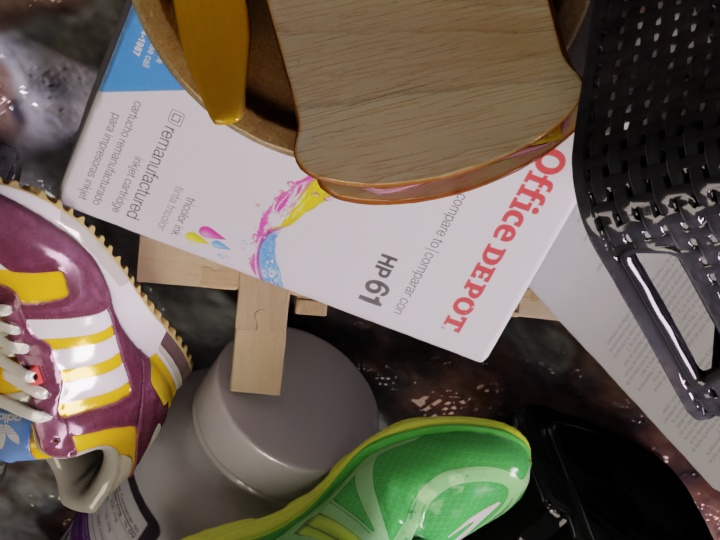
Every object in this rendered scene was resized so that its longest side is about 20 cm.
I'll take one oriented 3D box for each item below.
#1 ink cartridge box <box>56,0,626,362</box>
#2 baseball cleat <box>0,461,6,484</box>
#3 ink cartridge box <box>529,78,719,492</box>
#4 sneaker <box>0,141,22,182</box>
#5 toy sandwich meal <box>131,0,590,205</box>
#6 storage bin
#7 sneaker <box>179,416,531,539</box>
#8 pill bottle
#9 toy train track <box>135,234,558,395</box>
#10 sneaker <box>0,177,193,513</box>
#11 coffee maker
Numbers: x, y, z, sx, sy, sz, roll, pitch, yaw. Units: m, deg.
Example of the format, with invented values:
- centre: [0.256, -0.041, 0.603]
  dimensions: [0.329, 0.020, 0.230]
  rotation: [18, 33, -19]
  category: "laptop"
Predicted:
- centre: [-0.006, -0.066, 1.173]
  dimensions: [0.200, 0.085, 0.145]
  rotation: [20, 133, -8]
  category: "ink cartridge box"
- centre: [-0.198, 0.076, 1.344]
  dimensions: [0.070, 0.107, 0.200]
  rotation: [22, 133, -3]
  category: "baseball cleat"
- centre: [0.164, 0.029, 1.186]
  dimensions: [0.200, 0.050, 0.109]
  rotation: [48, 136, 16]
  category: "ink cartridge box"
- centre: [-0.226, -0.003, 1.297]
  dimensions: [0.079, 0.074, 0.200]
  rotation: [39, 130, -19]
  category: "sneaker"
- centre: [0.004, -0.123, 1.059]
  dimensions: [0.205, 0.070, 0.206]
  rotation: [-1, 96, -6]
  category: "toy sandwich meal"
- centre: [0.154, -0.060, 1.066]
  dimensions: [0.094, 0.200, 0.135]
  rotation: [-14, 130, 23]
  category: "storage bin"
- centre: [-0.008, 0.134, 1.249]
  dimensions: [0.200, 0.084, 0.074]
  rotation: [-28, 137, -2]
  category: "sneaker"
- centre: [-0.070, 0.116, 1.355]
  dimensions: [0.111, 0.112, 0.200]
  rotation: [24, 135, -12]
  category: "pill bottle"
- centre: [0.000, 0.000, 1.276]
  dimensions: [0.200, 0.033, 0.115]
  rotation: [6, 101, -3]
  category: "toy train track"
- centre: [-0.141, 0.032, 1.218]
  dimensions: [0.075, 0.090, 0.200]
  rotation: [11, 156, 35]
  category: "sneaker"
- centre: [0.058, 0.161, 1.346]
  dimensions: [0.200, 0.192, 0.135]
  rotation: [-50, 150, 22]
  category: "coffee maker"
